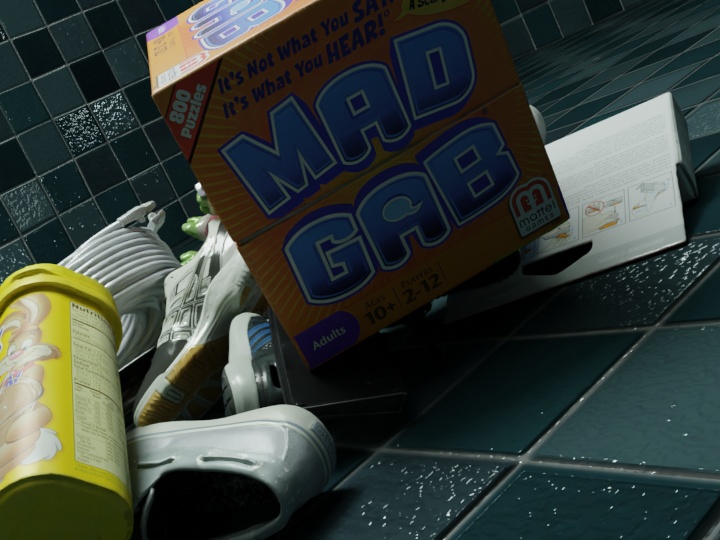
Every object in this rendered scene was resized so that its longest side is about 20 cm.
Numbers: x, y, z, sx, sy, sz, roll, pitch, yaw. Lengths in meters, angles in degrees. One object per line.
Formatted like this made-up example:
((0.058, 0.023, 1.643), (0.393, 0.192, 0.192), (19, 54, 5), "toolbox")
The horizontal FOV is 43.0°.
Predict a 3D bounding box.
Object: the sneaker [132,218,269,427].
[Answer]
((-0.145, 0.047, 0.805), (0.087, 0.076, 0.202), (27, 77, 28), "sneaker")

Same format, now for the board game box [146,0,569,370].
((-0.011, -0.102, 0.627), (0.197, 0.202, 0.200), (-29, 27, -1), "board game box")

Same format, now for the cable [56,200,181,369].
((-0.246, 0.052, 0.851), (0.199, 0.069, 0.201), (-41, -15, -36), "cable")

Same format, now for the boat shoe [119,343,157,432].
((-0.232, 0.126, 0.842), (0.198, 0.058, 0.068), (-33, 40, -33), "boat shoe")

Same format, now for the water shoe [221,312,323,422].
((-0.062, 0.082, 0.704), (0.077, 0.073, 0.200), (-5, 14, -4), "water shoe")

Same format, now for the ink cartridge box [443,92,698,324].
((0.164, -0.038, 0.721), (0.197, 0.044, 0.176), (-22, 37, 31), "ink cartridge box")

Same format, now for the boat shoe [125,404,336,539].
((-0.107, 0.130, 0.529), (0.198, 0.071, 0.071), (-20, 11, 30), "boat shoe")

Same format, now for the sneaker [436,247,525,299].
((0.046, -0.021, 0.730), (0.197, 0.066, 0.079), (-16, 39, 33), "sneaker")

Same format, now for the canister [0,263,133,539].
((-0.196, 0.109, 0.540), (0.150, 0.085, 0.201), (-55, 31, 16), "canister")

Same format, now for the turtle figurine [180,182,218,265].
((-0.145, -0.100, 0.877), (0.197, 0.144, 0.196), (-8, -44, -44), "turtle figurine")

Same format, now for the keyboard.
((0.001, 0.053, 0.639), (0.124, 0.021, 0.200), (-8, 19, -7), "keyboard")

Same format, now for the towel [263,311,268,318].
((-0.096, -0.010, 0.934), (0.202, 0.048, 0.170), (-55, 17, -17), "towel")

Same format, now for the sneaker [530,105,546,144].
((0.145, -0.107, 0.883), (0.079, 0.078, 0.200), (-13, -15, -13), "sneaker")
